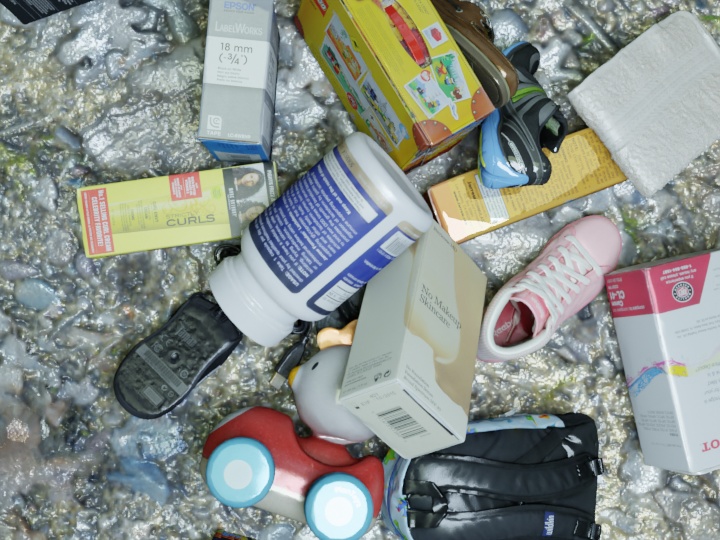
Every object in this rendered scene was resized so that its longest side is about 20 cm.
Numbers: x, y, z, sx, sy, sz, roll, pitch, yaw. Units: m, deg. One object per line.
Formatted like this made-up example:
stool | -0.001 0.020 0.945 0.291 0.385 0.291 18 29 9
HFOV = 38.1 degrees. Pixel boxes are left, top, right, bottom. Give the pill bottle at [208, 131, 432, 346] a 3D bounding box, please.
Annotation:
pill bottle | -0.040 -0.025 0.979 0.200 0.116 0.116 -40 90 12

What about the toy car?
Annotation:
toy car | -0.042 0.135 0.990 0.176 0.184 0.201 20 81 -1

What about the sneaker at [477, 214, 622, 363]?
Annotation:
sneaker | 0.191 0.020 1.034 0.200 0.105 0.075 -41 88 -3

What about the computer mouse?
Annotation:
computer mouse | -0.143 0.086 1.054 0.140 0.046 0.200 38 77 3

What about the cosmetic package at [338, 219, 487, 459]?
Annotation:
cosmetic package | 0.054 0.060 0.971 0.071 0.201 0.105 -24 127 35

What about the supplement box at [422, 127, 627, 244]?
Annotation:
supplement box | 0.167 -0.086 1.053 0.199 0.067 0.069 -22 90 -1

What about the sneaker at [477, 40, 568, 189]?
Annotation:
sneaker | 0.160 -0.148 1.015 0.082 0.071 0.200 8 46 4

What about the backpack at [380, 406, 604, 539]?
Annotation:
backpack | 0.117 0.217 1.015 0.199 0.153 0.165 -2 92 -29

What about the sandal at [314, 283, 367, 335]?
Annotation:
sandal | -0.001 -0.001 1.055 0.075 0.048 0.202 11 88 -2

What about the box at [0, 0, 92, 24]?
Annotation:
box | -0.290 -0.312 0.978 0.140 0.200 0.079 -17 89 -3

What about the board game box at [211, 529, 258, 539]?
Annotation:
board game box | -0.093 0.381 1.042 0.164 0.057 0.201 14 89 0

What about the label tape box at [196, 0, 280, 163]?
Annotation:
label tape box | -0.112 -0.213 1.008 0.063 0.144 0.202 4 89 -1

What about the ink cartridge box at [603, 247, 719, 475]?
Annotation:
ink cartridge box | 0.339 0.083 1.029 0.147 0.086 0.202 -11 90 -19

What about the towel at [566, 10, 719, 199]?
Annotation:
towel | 0.306 -0.172 1.038 0.200 0.034 0.133 -38 89 -28

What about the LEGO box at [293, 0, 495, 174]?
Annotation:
LEGO box | 0.026 -0.202 1.003 0.077 0.149 0.201 -31 89 -15

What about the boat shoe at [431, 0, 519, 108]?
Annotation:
boat shoe | 0.097 -0.229 1.007 0.068 0.072 0.200 -31 50 -14

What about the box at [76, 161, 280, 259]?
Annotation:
box | -0.179 -0.061 1.050 0.198 0.050 0.076 -7 90 -2
